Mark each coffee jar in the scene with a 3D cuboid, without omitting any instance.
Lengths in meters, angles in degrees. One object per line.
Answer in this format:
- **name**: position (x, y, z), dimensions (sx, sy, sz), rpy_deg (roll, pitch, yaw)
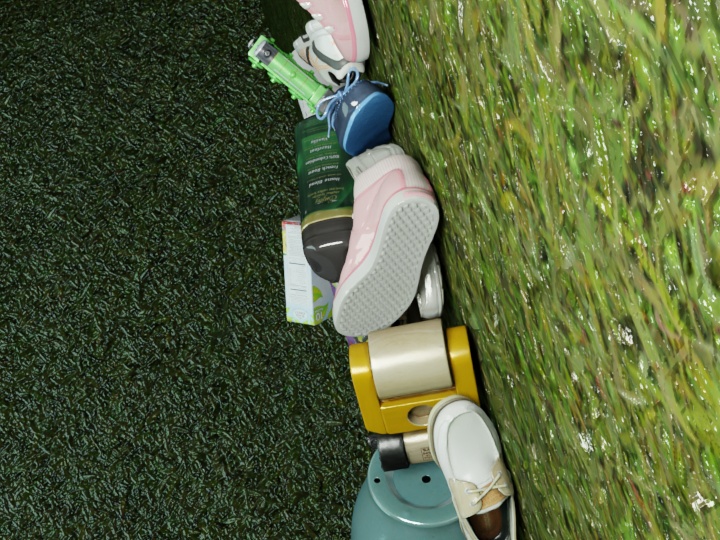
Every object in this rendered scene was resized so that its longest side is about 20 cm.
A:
- **coffee jar**: position (-0.033, -0.090, 1.350), dimensions (0.105, 0.084, 0.202), rpy_deg (65, -164, -58)

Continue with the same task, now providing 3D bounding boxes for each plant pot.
- **plant pot**: position (0.078, 0.290, 1.268), dimensions (0.201, 0.198, 0.189), rpy_deg (-111, 11, -45)

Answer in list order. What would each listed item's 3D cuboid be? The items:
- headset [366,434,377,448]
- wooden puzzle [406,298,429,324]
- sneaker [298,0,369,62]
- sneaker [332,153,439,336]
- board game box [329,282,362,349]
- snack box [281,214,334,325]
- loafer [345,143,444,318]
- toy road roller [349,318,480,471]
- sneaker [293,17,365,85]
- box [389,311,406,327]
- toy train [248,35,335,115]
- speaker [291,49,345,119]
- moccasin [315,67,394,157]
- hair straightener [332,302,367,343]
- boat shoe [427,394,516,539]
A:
- **headset**: position (0.073, 0.226, 1.492), dimensions (0.200, 0.093, 0.125), rpy_deg (128, 152, -69)
- **wooden puzzle**: position (0.072, 0.101, 1.367), dimensions (0.200, 0.046, 0.187), rpy_deg (166, 95, -85)
- **sneaker**: position (-0.059, -0.294, 1.090), dimensions (0.076, 0.104, 0.202), rpy_deg (-114, 6, -55)
- **sneaker**: position (0.021, -0.030, 1.106), dimensions (0.105, 0.075, 0.201), rpy_deg (-104, 29, -45)
- **board game box**: position (0.026, 0.051, 1.471), dimensions (0.032, 0.119, 0.202), rpy_deg (-11, 96, 62)
- **snack box**: position (-0.035, -0.019, 1.533), dimensions (0.200, 0.053, 0.144), rpy_deg (-26, -61, -56)
- **loafer**: position (0.039, -0.039, 1.167), dimensions (0.070, 0.069, 0.202), rpy_deg (82, 170, -71)
- **toy road roller**: position (0.062, 0.111, 1.171), dimensions (0.147, 0.122, 0.201), rpy_deg (-94, -8, -48)
- **sneaker**: position (-0.035, -0.254, 1.293), dimensions (0.200, 0.073, 0.081), rpy_deg (-135, 26, -84)
- **box**: position (0.032, -0.013, 1.284), dimensions (0.164, 0.021, 0.202), rpy_deg (101, 168, -70)
- **toy train**: position (-0.053, -0.210, 1.294), dimensions (0.199, 0.042, 0.056), rpy_deg (37, -175, -13)
- **speaker**: position (-0.041, -0.220, 1.511), dimensions (0.081, 0.080, 0.202), rpy_deg (80, 172, -67)
- **moccasin**: position (-0.011, -0.168, 1.182), dimensions (0.068, 0.080, 0.200), rpy_deg (52, 173, 7)
- **hair straightener**: position (0.000, 0.000, 1.393), dimensions (0.041, 0.076, 0.202), rpy_deg (79, -163, -67)
- **boat shoe**: position (0.125, 0.217, 1.107), dimensions (0.068, 0.074, 0.201), rpy_deg (51, 164, 59)
